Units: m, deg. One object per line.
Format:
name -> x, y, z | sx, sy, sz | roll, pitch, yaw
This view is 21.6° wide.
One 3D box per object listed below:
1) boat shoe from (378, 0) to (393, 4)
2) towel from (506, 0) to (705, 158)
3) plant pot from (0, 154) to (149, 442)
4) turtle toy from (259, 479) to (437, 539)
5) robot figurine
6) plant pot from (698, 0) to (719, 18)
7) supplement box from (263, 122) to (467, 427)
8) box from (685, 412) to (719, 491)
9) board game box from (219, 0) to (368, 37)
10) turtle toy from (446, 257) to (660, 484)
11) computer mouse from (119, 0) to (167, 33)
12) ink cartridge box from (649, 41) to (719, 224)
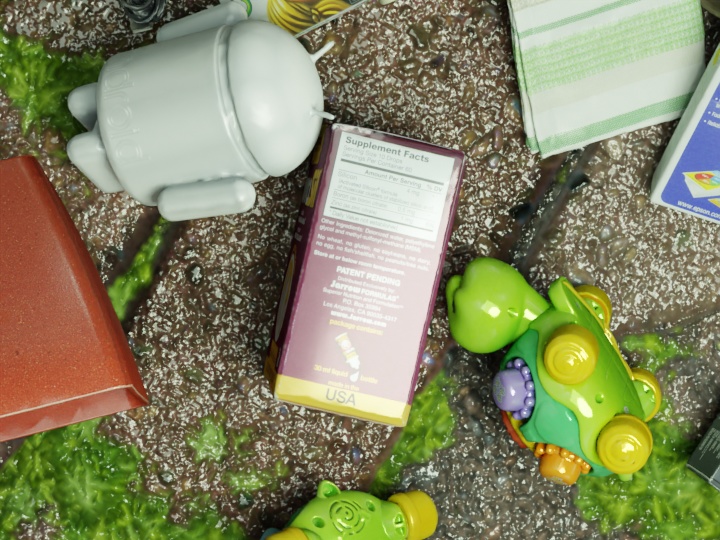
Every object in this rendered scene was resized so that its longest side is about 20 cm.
boat shoe -> 0.091, -0.268, 1.402 | 0.200, 0.074, 0.064 | -25, 104, 1
towel -> 0.179, -0.194, 1.403 | 0.148, 0.031, 0.202 | -17, 119, -7
plant pot -> -0.270, 0.027, 1.338 | 0.198, 0.200, 0.178 | -13, 83, -4
turtle toy -> -0.013, 0.255, 1.412 | 0.145, 0.101, 0.202 | -12, 95, -31
robot figurine -> -0.111, -0.113, 1.357 | 0.198, 0.113, 0.171 | -13, 65, 16
plant pot -> 0.327, -0.300, 1.378 | 0.172, 0.200, 0.202 | -23, 96, -19
supplement box -> 0.000, 0.000, 1.383 | 0.102, 0.131, 0.202 | 13, 92, -6
box -> 0.368, 0.113, 1.453 | 0.160, 0.044, 0.201 | 35, 90, -20
board game box -> -0.070, -0.272, 1.381 | 0.125, 0.035, 0.201 | -24, 96, 25
turtle toy -> 0.142, 0.074, 1.401 | 0.101, 0.146, 0.201 | -30, 96, 19
computer mouse -> -0.244, -0.237, 1.385 | 0.198, 0.053, 0.140 | -6, 85, -14
ink cartridge box -> 0.342, -0.104, 1.399 | 0.196, 0.047, 0.201 | 18, 128, -5
